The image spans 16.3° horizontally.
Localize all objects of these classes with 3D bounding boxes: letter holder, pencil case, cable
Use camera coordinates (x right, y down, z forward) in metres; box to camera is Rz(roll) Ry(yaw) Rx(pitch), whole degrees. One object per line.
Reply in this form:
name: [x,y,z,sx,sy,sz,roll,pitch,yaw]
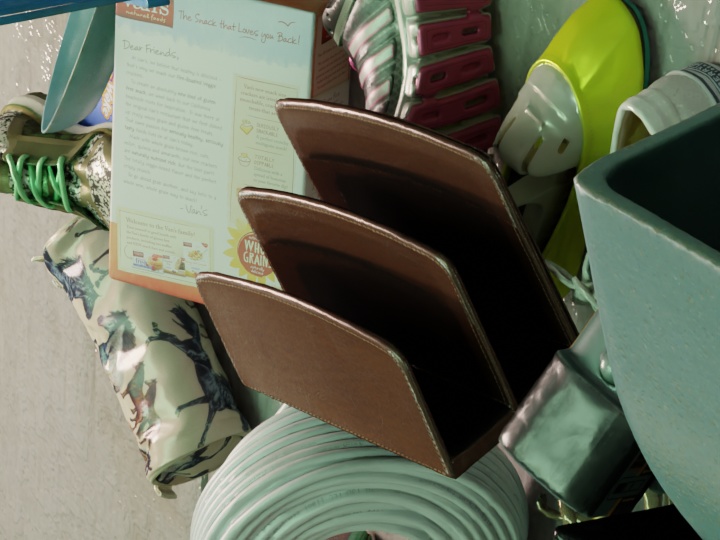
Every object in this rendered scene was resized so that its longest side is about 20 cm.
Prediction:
letter holder: [0.000,0.000,1.300,0.200,0.100,0.143,19,141,53]
pencil case: [-0.148,0.053,1.738,0.089,0.078,0.201,-33,78,33]
cable: [0.002,0.160,1.450,0.200,0.199,0.069,-45,30,24]

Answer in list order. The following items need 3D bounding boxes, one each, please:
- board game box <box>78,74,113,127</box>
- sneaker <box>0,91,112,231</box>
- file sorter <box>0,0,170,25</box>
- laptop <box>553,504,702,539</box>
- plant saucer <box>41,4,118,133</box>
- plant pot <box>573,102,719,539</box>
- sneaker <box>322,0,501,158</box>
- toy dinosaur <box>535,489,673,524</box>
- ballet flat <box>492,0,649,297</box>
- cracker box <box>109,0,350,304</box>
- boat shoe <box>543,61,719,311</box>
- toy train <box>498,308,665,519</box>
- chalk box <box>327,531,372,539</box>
board game box: [-0.121,-0.095,1.645,0.135,0.045,0.200,63,149,12]
sneaker: [-0.211,-0.061,1.676,0.200,0.088,0.077,21,124,52]
file sorter: [-0.193,-0.209,1.370,0.200,0.122,0.140,-152,52,-71]
laptop: [0.190,0.199,1.134,0.199,0.187,0.117,25,100,27]
plant saucer: [-0.157,-0.178,1.577,0.200,0.027,0.201,-162,90,-79]
plant pot: [0.223,0.047,1.035,0.196,0.195,0.201,34,140,45]
sneaker: [0.024,-0.115,1.373,0.087,0.073,0.201,27,124,49]
toy dinosaur: [0.143,0.157,1.320,0.199,0.058,0.102,9,93,45]
ballet flat: [0.096,-0.051,1.296,0.067,0.067,0.201,51,145,33]
cracker box: [-0.078,-0.079,1.502,0.133,0.058,0.201,15,117,23]
boat shoe: [0.134,-0.003,1.243,0.075,0.086,0.203,45,141,36]
toy train: [0.147,0.031,1.160,0.085,0.114,0.200,42,108,21]
chalk box: [-0.052,0.243,1.606,0.124,0.124,0.201,-9,105,15]
